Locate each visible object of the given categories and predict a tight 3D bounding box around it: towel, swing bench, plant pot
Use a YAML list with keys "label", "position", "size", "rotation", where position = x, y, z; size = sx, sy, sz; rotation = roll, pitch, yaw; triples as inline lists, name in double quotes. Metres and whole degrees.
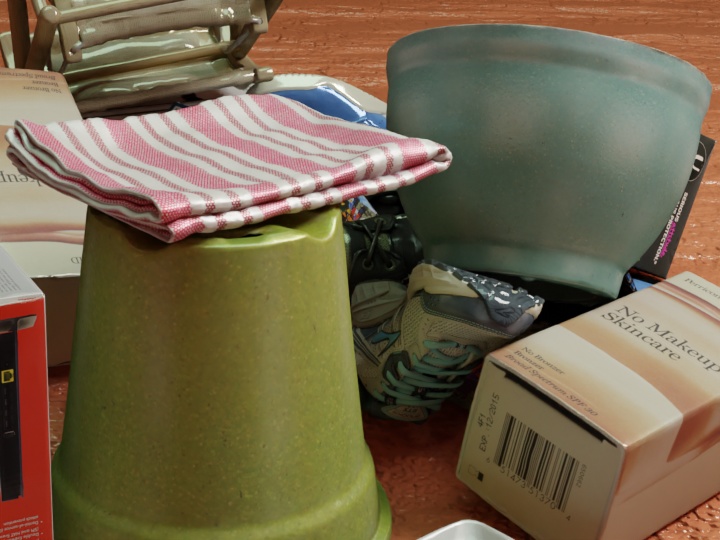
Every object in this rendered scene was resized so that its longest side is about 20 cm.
- label: "towel"
  position: [-0.066, -0.063, 0.751]
  size: [0.199, 0.030, 0.146]
  rotation: [-16, 28, -41]
- label: "swing bench"
  position: [-0.171, -0.201, 1.113]
  size: [0.197, 0.200, 0.131]
  rotation: [-14, 66, -20]
- label: "plant pot"
  position: [0.104, -0.053, 0.865]
  size: [0.198, 0.136, 0.200]
  rotation: [9, -7, 1]
- label: "plant pot"
  position: [-0.076, 0.050, 0.753]
  size: [0.198, 0.186, 0.201]
  rotation: [3, 20, -1]

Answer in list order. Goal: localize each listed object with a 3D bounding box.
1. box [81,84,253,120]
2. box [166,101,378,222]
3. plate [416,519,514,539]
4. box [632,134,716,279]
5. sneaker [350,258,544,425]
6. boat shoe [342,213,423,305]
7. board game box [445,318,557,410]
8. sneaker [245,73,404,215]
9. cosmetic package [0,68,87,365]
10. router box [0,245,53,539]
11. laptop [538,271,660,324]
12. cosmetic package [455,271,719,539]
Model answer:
- label: "box"
  position: [-0.171, -0.097, 1.231]
  size: [0.198, 0.118, 0.060]
  rotation: [-9, 23, -30]
- label: "box"
  position: [-0.062, -0.055, 1.118]
  size: [0.199, 0.137, 0.038]
  rotation: [23, 69, 43]
- label: "plate"
  position: [0.049, 0.189, 0.617]
  size: [0.198, 0.033, 0.199]
  rotation: [-17, 28, -39]
- label: "box"
  position: [0.159, -0.088, 1.141]
  size: [0.199, 0.125, 0.148]
  rotation: [18, 4, -45]
- label: "sneaker"
  position: [0.044, 0.050, 0.846]
  size: [0.077, 0.087, 0.200]
  rotation: [19, -14, -15]
- label: "boat shoe"
  position: [-0.001, -0.001, 0.963]
  size: [0.199, 0.066, 0.072]
  rotation: [-22, 49, 10]
- label: "board game box"
  position: [0.072, 0.053, 0.990]
  size: [0.199, 0.033, 0.120]
  rotation: [19, 30, 37]
- label: "sneaker"
  position: [-0.009, -0.087, 1.206]
  size: [0.198, 0.077, 0.112]
  rotation: [19, 56, -20]
- label: "cosmetic package"
  position: [-0.229, -0.040, 0.965]
  size: [0.103, 0.088, 0.201]
  rotation: [-2, 49, -37]
- label: "router box"
  position: [-0.205, 0.065, 0.705]
  size: [0.048, 0.181, 0.200]
  rotation: [-8, 22, -28]
- label: "laptop"
  position: [0.163, -0.012, 1.057]
  size: [0.176, 0.200, 0.104]
  rotation: [18, 65, 38]
- label: "cosmetic package"
  position: [0.160, 0.079, 0.820]
  size: [0.103, 0.088, 0.199]
  rotation: [32, 34, 33]
